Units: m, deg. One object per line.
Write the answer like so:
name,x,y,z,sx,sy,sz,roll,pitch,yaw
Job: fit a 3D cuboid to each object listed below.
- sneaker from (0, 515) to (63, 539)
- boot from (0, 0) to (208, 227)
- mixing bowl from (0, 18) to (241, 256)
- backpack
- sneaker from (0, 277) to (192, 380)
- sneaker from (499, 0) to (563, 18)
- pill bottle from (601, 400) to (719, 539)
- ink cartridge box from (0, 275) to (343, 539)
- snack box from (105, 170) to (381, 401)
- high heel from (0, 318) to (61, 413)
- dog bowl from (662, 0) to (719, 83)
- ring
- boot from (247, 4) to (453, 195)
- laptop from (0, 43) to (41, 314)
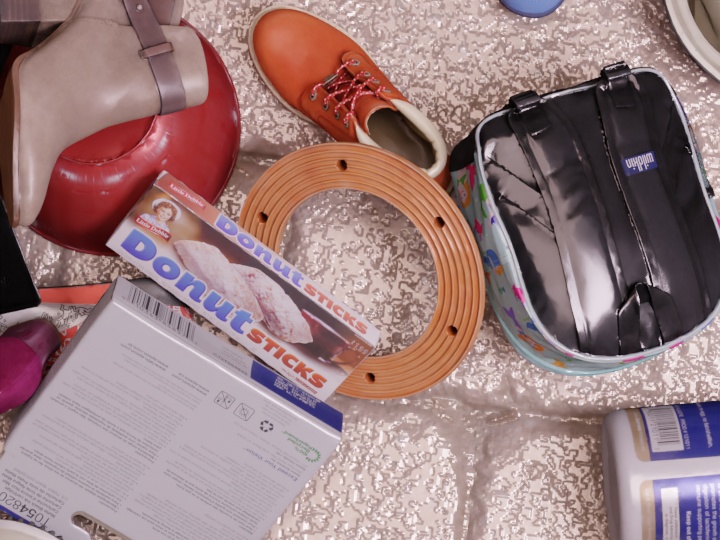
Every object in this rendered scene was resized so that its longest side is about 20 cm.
sneaker,-0.299,0.224,1.547,0.199,0.070,0.094,12,61,6
boot,-0.178,-0.125,1.479,0.145,0.070,0.201,1,74,-21
mixing bowl,-0.191,-0.116,1.580,0.199,0.108,0.201,0,84,1
backpack,0.166,-0.025,1.540,0.177,0.151,0.201,-18,78,-16
sneaker,-0.221,0.069,1.579,0.200,0.067,0.109,-6,81,-3
sneaker,0.146,-0.291,1.611,0.074,0.082,0.201,15,86,1
pill bottle,0.279,0.150,1.541,0.199,0.116,0.116,-4,83,0
ink cartridge box,-0.146,0.131,1.540,0.199,0.041,0.200,33,114,-14
snack box,-0.085,0.013,1.555,0.200,0.024,0.072,37,125,-9
high heel,-0.309,0.093,1.532,0.200,0.096,0.068,-29,102,27
dog bowl,0.319,-0.216,1.605,0.199,0.074,0.201,0,84,1
ring,0.000,0.000,1.561,0.200,0.019,0.201,10,114,23
boot,-0.006,-0.131,1.582,0.200,0.107,0.075,43,87,6
laptop,-0.302,-0.075,1.564,0.187,0.116,0.201,-11,49,36
